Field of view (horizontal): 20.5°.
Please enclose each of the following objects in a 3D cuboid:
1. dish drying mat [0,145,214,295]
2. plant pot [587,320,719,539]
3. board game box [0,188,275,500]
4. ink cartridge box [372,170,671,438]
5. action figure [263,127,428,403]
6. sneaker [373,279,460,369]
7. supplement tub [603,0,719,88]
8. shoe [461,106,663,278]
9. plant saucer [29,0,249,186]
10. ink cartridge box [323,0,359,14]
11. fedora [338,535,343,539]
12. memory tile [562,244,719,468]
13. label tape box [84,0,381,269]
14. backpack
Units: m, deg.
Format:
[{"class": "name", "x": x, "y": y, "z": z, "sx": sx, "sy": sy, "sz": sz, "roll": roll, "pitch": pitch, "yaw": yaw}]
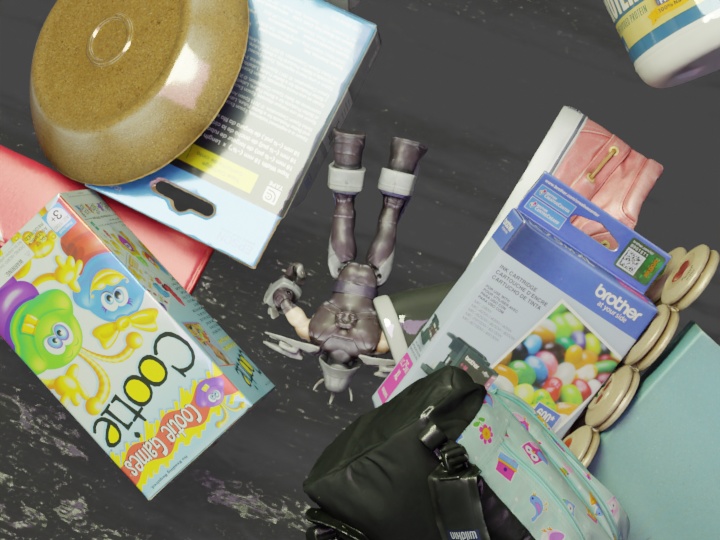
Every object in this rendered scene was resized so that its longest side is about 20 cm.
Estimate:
[{"class": "dish drying mat", "x": -0.215, "y": -0.026, "z": 1.491, "sx": 0.200, "sy": 0.018, "sz": 0.077, "roll": 26, "pitch": 85, "yaw": 4}, {"class": "plant pot", "x": 0.215, "y": 0.156, "z": 1.407, "sx": 0.141, "sy": 0.141, "sz": 0.200, "roll": 45, "pitch": 96, "yaw": 5}, {"class": "board game box", "x": -0.172, "y": 0.050, "z": 1.426, "sx": 0.103, "sy": 0.105, "sz": 0.200, "roll": -43, "pitch": 88, "yaw": 8}, {"class": "ink cartridge box", "x": 0.113, "y": 0.045, "z": 1.351, "sx": 0.119, "sy": 0.042, "sz": 0.200, "roll": 33, "pitch": 98, "yaw": -16}, {"class": "action figure", "x": 0.000, "y": 0.000, "z": 1.461, "sx": 0.130, "sy": 0.069, "sz": 0.200, "roll": 11, "pitch": 89, "yaw": -5}, {"class": "sneaker", "x": 0.087, "y": 0.091, "z": 1.414, "sx": 0.099, "sy": 0.071, "sz": 0.200, "roll": -21, "pitch": 115, "yaw": 0}, {"class": "supplement tub", "x": 0.230, "y": -0.248, "z": 1.441, "sx": 0.145, "sy": 0.145, "sz": 0.200, "roll": -24, "pitch": 84, "yaw": -1}, {"class": "shoe", "x": 0.138, "y": -0.015, "z": 1.455, "sx": 0.091, "sy": 0.071, "sz": 0.200, "roll": 31, "pitch": 85, "yaw": 3}, {"class": "plant saucer", "x": -0.172, "y": -0.160, "z": 1.442, "sx": 0.200, "sy": 0.035, "sz": 0.200, "roll": -14, "pitch": 63, "yaw": 29}, {"class": "ink cartridge box", "x": -0.069, "y": -0.301, "z": 1.484, "sx": 0.200, "sy": 0.086, "sz": 0.148, "roll": 22, "pitch": 85, "yaw": 5}, {"class": "fedora", "x": 0.038, "y": 0.270, "z": 1.368, "sx": 0.092, "sy": 0.201, "sz": 0.201, "roll": -9, "pitch": 82, "yaw": 43}, {"class": "memory tile", "x": 0.174, "y": 0.066, "z": 1.406, "sx": 0.017, "sy": 0.153, "sz": 0.200, "roll": 34, "pitch": 85, "yaw": -8}, {"class": "label tape box", "x": -0.093, "y": -0.117, "z": 1.474, "sx": 0.144, "sy": 0.063, "sz": 0.200, "roll": 26, "pitch": 85, "yaw": 5}, {"class": "backpack", "x": 0.081, "y": 0.164, "z": 1.290, "sx": 0.200, "sy": 0.167, "sz": 0.127, "roll": 45, "pitch": 50, "yaw": -9}]
